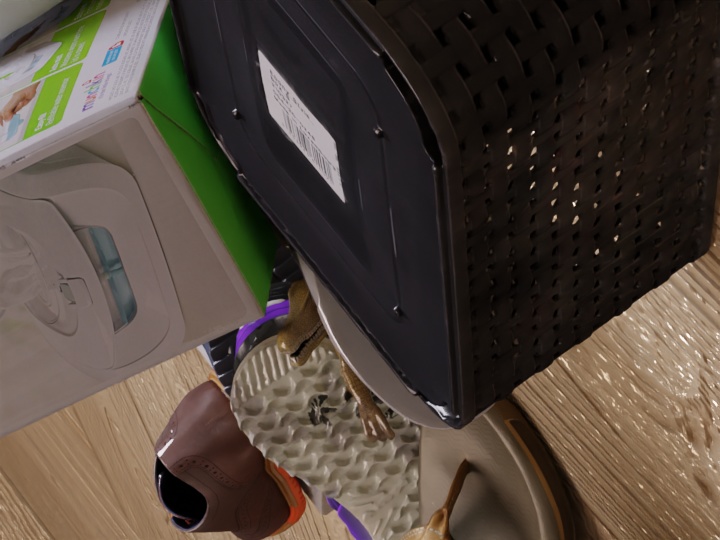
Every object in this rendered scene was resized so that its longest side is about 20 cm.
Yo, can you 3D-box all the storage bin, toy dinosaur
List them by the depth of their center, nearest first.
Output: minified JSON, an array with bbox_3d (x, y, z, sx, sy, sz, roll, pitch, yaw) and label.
[{"bbox_3d":[0.020,-0.063,0.748,0.135,0.094,0.200,50,166,22],"label":"storage bin"},{"bbox_3d":[0.000,0.000,1.097,0.200,0.058,0.101,-97,-17,-68],"label":"toy dinosaur"}]

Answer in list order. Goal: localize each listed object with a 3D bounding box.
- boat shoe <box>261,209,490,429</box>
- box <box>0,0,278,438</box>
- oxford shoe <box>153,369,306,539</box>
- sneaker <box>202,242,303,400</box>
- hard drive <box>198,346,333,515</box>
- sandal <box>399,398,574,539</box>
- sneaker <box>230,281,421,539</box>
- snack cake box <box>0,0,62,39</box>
[{"bbox_3d":[-0.010,-0.036,0.996,0.200,0.070,0.066,57,175,-4],"label":"boat shoe"},{"bbox_3d":[-0.126,-0.026,1.044,0.097,0.176,0.200,60,-167,-19],"label":"box"},{"bbox_3d":[-0.076,0.105,1.466,0.071,0.072,0.200,50,167,20],"label":"oxford shoe"},{"bbox_3d":[-0.056,-0.012,1.268,0.082,0.070,0.201,-109,-7,-69],"label":"sneaker"},{"bbox_3d":[-0.070,0.027,1.475,0.200,0.027,0.132,52,167,16],"label":"hard drive"},{"bbox_3d":[0.037,0.138,1.143,0.080,0.054,0.201,30,123,36],"label":"sandal"},{"bbox_3d":[0.013,0.078,1.218,0.200,0.069,0.100,53,-171,-27],"label":"sneaker"},{"bbox_3d":[-0.159,-0.162,1.122,0.200,0.115,0.067,36,156,56],"label":"snack cake box"}]
